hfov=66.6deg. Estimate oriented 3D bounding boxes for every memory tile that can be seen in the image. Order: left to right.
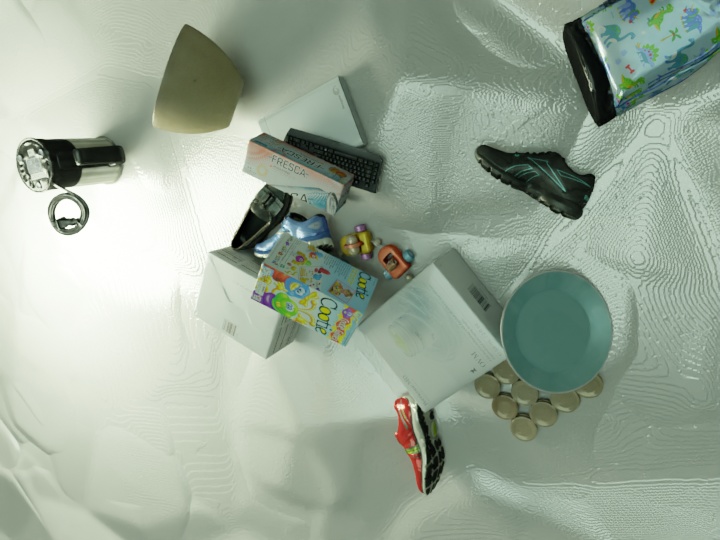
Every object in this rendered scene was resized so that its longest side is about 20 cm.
[{"bbox_3d":[0.315,0.204,0.986,0.153,0.017,0.200,48,119,8],"label":"memory tile"}]

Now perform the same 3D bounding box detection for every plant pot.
[{"bbox_3d":[-0.304,-0.350,1.065,0.134,0.201,0.201,18,116,-17],"label":"plant pot"}]

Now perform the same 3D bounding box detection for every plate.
[{"bbox_3d":[0.319,0.100,0.902,0.199,0.026,0.202,1,86,-10],"label":"plate"}]

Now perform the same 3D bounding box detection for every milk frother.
[{"bbox_3d":[-0.635,-0.198,1.247,0.179,0.188,0.201,14,109,23],"label":"milk frother"}]

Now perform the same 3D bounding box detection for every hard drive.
[{"bbox_3d":[-0.096,-0.267,1.058,0.199,0.027,0.133,-19,95,28],"label":"hard drive"}]

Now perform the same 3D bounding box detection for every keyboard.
[{"bbox_3d":[-0.062,-0.186,1.046,0.199,0.021,0.128,19,123,11],"label":"keyboard"}]

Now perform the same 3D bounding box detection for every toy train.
[{"bbox_3d":[0.000,0.000,1.064,0.200,0.056,0.151,-39,84,28],"label":"toy train"}]

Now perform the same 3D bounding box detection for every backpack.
[{"bbox_3d":[0.401,-0.318,0.750,0.199,0.154,0.164,-19,88,16],"label":"backpack"}]

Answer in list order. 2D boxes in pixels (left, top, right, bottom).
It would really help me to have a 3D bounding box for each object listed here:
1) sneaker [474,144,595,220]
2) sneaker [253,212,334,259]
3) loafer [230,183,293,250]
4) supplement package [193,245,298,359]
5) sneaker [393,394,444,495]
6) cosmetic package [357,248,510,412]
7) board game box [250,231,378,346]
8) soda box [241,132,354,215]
[{"bbox_3d":[0.280,-0.160,0.887,0.199,0.075,0.080,31,101,9],"label":"sneaker"},{"bbox_3d":[-0.137,-0.067,1.112,0.199,0.078,0.090,-12,75,34],"label":"sneaker"},{"bbox_3d":[-0.203,-0.109,1.119,0.072,0.063,0.200,44,125,5],"label":"loafer"},{"bbox_3d":[-0.228,0.060,1.159,0.199,0.111,0.157,28,113,18],"label":"supplement package"},{"bbox_3d":[0.112,0.345,1.100,0.085,0.077,0.202,-7,93,39],"label":"sneaker"},{"bbox_3d":[0.140,0.107,0.987,0.200,0.123,0.200,-43,83,30],"label":"cosmetic package"},{"bbox_3d":[-0.085,0.035,1.022,0.199,0.105,0.103,27,131,-1],"label":"board game box"},{"bbox_3d":[-0.117,-0.181,1.021,0.199,0.064,0.069,26,123,7],"label":"soda box"}]
